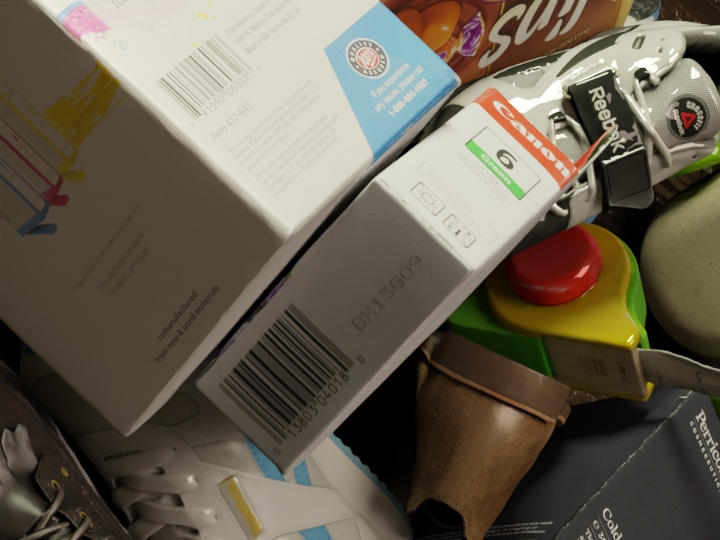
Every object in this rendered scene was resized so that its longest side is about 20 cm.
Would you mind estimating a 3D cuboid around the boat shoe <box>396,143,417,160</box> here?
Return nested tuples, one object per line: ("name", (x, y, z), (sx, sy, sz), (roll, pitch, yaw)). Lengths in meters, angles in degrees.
("boat shoe", (0.000, 0.000, 1.182), (0.065, 0.072, 0.200), (56, 42, -7))

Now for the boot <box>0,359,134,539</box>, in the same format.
("boot", (-0.083, 0.107, 0.952), (0.069, 0.174, 0.200), (-47, 122, -10))

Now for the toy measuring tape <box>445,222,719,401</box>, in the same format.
("toy measuring tape", (0.123, 0.019, 1.227), (0.073, 0.199, 0.074), (-31, 126, -57))

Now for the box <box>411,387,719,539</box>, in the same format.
("box", (0.104, 0.181, 1.222), (0.182, 0.104, 0.201), (-37, 108, -49))

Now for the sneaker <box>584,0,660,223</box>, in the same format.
("sneaker", (0.095, -0.083, 1.336), (0.201, 0.071, 0.073), (-68, 171, -48))

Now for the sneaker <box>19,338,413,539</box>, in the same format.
("sneaker", (-0.055, 0.086, 1.079), (0.200, 0.076, 0.081), (42, 51, -33))

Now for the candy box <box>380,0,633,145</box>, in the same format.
("candy box", (0.045, -0.122, 1.210), (0.199, 0.117, 0.056), (-22, 51, -42))

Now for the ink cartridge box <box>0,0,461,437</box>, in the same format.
("ink cartridge box", (-0.094, -0.072, 0.999), (0.200, 0.125, 0.129), (43, 41, 3))

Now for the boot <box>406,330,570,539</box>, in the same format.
("boot", (0.043, 0.069, 1.174), (0.200, 0.073, 0.076), (34, 80, -86))

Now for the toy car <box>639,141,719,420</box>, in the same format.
("toy car", (0.237, -0.025, 1.430), (0.200, 0.157, 0.165), (-29, 104, -63))

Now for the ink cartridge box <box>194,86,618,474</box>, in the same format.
("ink cartridge box", (0.022, -0.009, 1.054), (0.050, 0.109, 0.200), (44, 26, 2))

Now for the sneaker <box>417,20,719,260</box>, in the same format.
("sneaker", (0.101, -0.063, 1.198), (0.200, 0.088, 0.074), (-35, 107, -40))
